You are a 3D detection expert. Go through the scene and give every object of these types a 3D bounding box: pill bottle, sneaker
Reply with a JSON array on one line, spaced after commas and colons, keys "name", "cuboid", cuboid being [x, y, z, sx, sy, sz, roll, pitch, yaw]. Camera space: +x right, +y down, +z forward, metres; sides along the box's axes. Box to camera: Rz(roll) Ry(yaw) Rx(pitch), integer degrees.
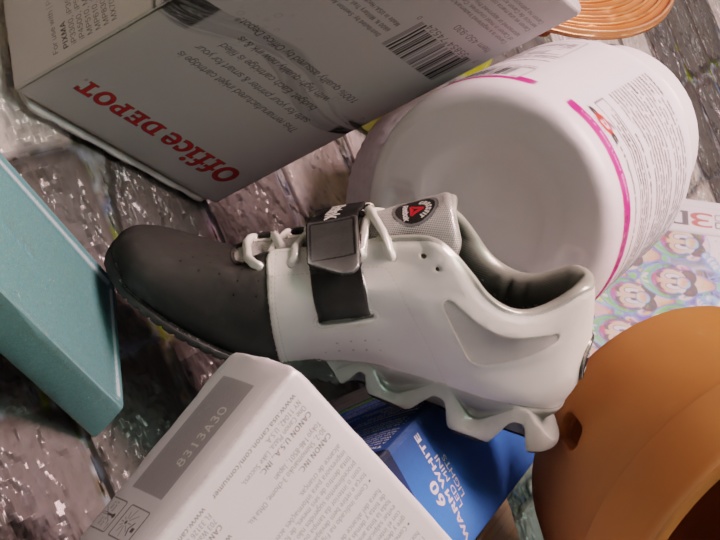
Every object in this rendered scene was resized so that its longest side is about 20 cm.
[{"name": "pill bottle", "cuboid": [0.090, -0.045, 0.917, 0.114, 0.113, 0.200, 66, 26, -4]}, {"name": "sneaker", "cuboid": [0.000, 0.000, 0.792, 0.199, 0.089, 0.074, 16, 25, -9]}]

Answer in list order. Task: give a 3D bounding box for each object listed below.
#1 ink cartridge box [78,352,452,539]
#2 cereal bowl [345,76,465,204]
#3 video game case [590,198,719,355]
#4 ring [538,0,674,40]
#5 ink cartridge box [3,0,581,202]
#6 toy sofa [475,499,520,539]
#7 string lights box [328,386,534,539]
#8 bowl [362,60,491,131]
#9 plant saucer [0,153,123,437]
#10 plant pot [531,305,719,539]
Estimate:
[{"name": "ink cartridge box", "cuboid": [-0.024, 0.153, 0.690, 0.161, 0.050, 0.200, -51, 121, -18]}, {"name": "cereal bowl", "cuboid": [0.051, 0.006, 1.028, 0.200, 0.083, 0.201, 43, 35, -41]}, {"name": "video game case", "cuboid": [0.180, 0.041, 0.984, 0.024, 0.181, 0.201, 100, -3, -46]}, {"name": "ring", "cuboid": [0.075, -0.187, 1.026, 0.199, 0.019, 0.201, 19, 41, -17]}, {"name": "ink cartridge box", "cuboid": [-0.031, -0.124, 0.833, 0.147, 0.199, 0.083, 29, 42, -54]}, {"name": "toy sofa", "cuboid": [0.015, 0.175, 0.821, 0.098, 0.082, 0.200, 67, 25, -8]}, {"name": "string lights box", "cuboid": [0.000, 0.096, 0.831, 0.059, 0.102, 0.200, 63, 26, -6]}, {"name": "bowl", "cuboid": [0.031, -0.183, 1.111, 0.200, 0.107, 0.201, 44, 35, -42]}, {"name": "plant saucer", "cuboid": [-0.126, -0.008, 0.698, 0.200, 0.019, 0.070, 60, 20, -61]}, {"name": "plant pot", "cuboid": [0.161, 0.105, 0.817, 0.200, 0.200, 0.140, 51, 0, -32]}]
